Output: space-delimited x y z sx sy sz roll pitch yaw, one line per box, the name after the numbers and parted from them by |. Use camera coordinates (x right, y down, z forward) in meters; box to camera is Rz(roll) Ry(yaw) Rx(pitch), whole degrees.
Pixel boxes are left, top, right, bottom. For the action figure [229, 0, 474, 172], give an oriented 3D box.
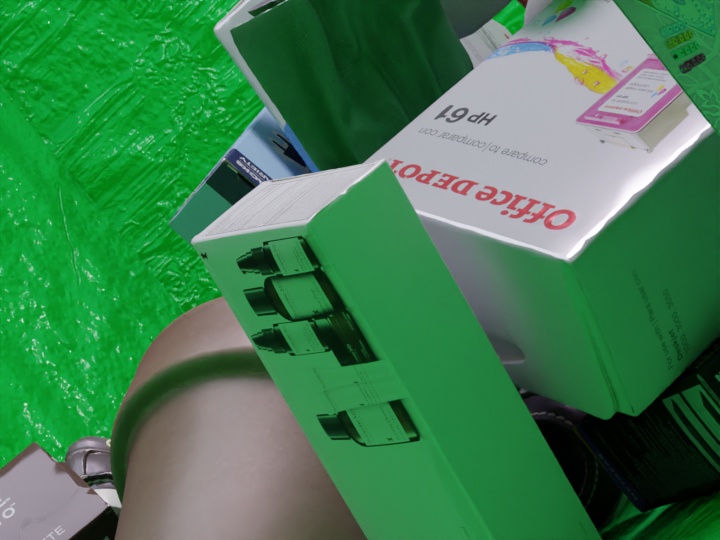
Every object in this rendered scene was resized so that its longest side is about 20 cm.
0.023 -0.037 1.268 0.118 0.200 0.055 -32 13 -31 | action figure

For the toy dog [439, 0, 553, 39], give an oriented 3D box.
0.085 -0.138 1.336 0.132 0.096 0.200 -43 -32 -22 | toy dog

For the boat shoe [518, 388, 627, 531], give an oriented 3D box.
0.060 0.115 1.363 0.060 0.074 0.200 -39 -3 -35 | boat shoe

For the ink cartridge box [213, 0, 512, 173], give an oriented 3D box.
0.039 -0.068 1.424 0.084 0.145 0.200 -43 -27 14 | ink cartridge box

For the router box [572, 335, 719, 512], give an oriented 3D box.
0.196 0.013 1.230 0.200 0.052 0.157 -40 0 -18 | router box

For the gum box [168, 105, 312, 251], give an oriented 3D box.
0.000 0.000 1.396 0.045 0.170 0.200 -48 4 11 | gum box

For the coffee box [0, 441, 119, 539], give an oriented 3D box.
-0.139 0.197 1.452 0.114 0.200 0.080 -40 39 -14 | coffee box

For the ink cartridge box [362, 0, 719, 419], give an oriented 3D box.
0.111 -0.044 1.204 0.200 0.085 0.144 -43 36 -25 | ink cartridge box

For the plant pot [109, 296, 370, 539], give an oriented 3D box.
-0.035 0.137 1.260 0.200 0.200 0.175 -40 18 45 | plant pot

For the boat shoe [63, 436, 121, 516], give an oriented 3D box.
-0.074 0.150 1.540 0.072 0.201 0.061 -38 36 26 | boat shoe

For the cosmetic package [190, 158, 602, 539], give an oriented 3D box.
0.018 0.057 1.156 0.051 0.200 0.083 -40 18 -31 | cosmetic package

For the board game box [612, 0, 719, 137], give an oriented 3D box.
0.175 -0.065 1.060 0.043 0.199 0.200 -39 1 24 | board game box

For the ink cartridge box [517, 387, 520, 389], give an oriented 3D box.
0.140 0.042 1.500 0.147 0.083 0.200 -40 1 39 | ink cartridge box
